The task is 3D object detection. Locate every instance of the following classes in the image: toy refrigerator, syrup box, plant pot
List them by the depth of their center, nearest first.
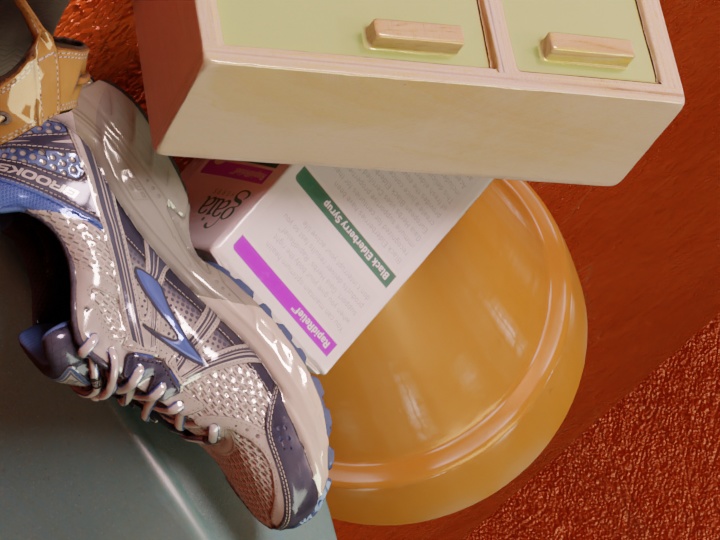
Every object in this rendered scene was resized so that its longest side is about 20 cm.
[{"bbox_3d":[0.020,-0.087,0.947,0.199,0.076,0.070,4,148,-23],"label":"toy refrigerator"},{"bbox_3d":[0.004,-0.056,1.054,0.200,0.082,0.079,-48,-153,-17],"label":"syrup box"},{"bbox_3d":[-0.116,0.080,1.074,0.141,0.200,0.141,-44,167,26],"label":"plant pot"},{"bbox_3d":[0.000,0.000,1.198,0.200,0.200,0.183,-37,153,-5],"label":"plant pot"}]

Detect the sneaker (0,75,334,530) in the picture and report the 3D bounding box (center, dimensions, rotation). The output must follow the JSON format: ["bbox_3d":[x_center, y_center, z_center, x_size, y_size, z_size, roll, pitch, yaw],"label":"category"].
[{"bbox_3d":[-0.090,0.028,0.970,0.085,0.201,0.077,-38,-172,-32],"label":"sneaker"}]

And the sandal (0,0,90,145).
[{"bbox_3d":[-0.132,-0.062,0.859,0.082,0.055,0.200,-28,164,-42],"label":"sandal"}]
